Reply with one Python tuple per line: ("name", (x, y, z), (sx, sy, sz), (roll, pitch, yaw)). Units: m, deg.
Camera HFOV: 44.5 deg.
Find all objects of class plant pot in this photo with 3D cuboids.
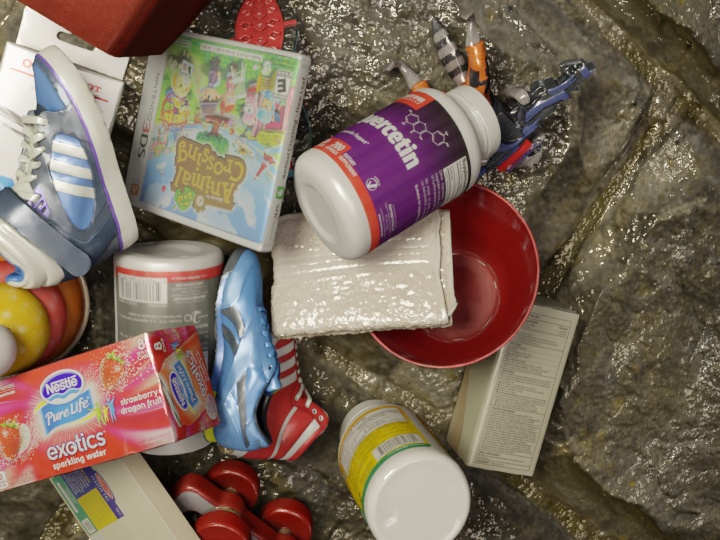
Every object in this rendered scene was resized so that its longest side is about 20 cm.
("plant pot", (-0.217, -0.301, 0.779), (0.198, 0.200, 0.178), (30, 105, -2))

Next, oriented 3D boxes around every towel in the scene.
("towel", (0.000, 0.000, 0.908), (0.196, 0.035, 0.135), (-6, 72, 10))

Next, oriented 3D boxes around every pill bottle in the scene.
("pill bottle", (-0.197, 0.077, 0.914), (0.112, 0.114, 0.204), (-1, 102, -14))
("pill bottle", (0.039, -0.104, 0.860), (0.198, 0.112, 0.114), (-33, 108, -20))
("pill bottle", (0.037, 0.213, 0.956), (0.111, 0.200, 0.115), (-3, 102, -14))

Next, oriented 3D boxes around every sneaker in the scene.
("sneaker", (-0.297, -0.082, 0.789), (0.145, 0.080, 0.203), (-27, 116, -26))
("sneaker", (-0.108, 0.079, 0.890), (0.077, 0.066, 0.204), (3, 82, 16))
("sneaker", (-0.082, 0.111, 0.975), (0.111, 0.071, 0.203), (21, 79, -35))
("sneaker", (-0.096, -0.186, 0.906), (0.078, 0.096, 0.204), (-7, 78, -3))

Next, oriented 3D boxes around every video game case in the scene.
("video game case", (-0.147, -0.133, 0.859), (0.022, 0.198, 0.185), (-1, 106, -57))

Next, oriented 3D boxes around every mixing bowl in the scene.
("mixing bowl", (0.097, 0.016, 0.958), (0.196, 0.108, 0.204), (-4, 73, 12))

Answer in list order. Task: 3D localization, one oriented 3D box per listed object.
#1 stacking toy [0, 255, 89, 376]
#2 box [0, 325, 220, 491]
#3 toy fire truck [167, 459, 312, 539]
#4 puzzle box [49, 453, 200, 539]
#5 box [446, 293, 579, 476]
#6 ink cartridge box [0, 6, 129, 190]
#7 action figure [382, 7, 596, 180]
("stacking toy", (-0.334, 0.050, 0.828), (0.143, 0.200, 0.149), (-3, 102, -14))
("box", (-0.244, 0.127, 0.819), (0.197, 0.095, 0.101), (-17, 85, 17))
("toy fire truck", (-0.153, 0.324, 0.989), (0.199, 0.113, 0.168), (40, 109, -17))
("puzzle box", (-0.236, 0.269, 0.923), (0.132, 0.025, 0.201), (-33, 92, 37))
("box", (0.177, 0.129, 1.038), (0.093, 0.078, 0.203), (13, 98, -16))
("ink cartridge box", (-0.303, -0.148, 0.864), (0.114, 0.068, 0.203), (16, 97, -18))
("action figure", (0.149, -0.195, 0.954), (0.199, 0.105, 0.194), (-33, 114, 20))
